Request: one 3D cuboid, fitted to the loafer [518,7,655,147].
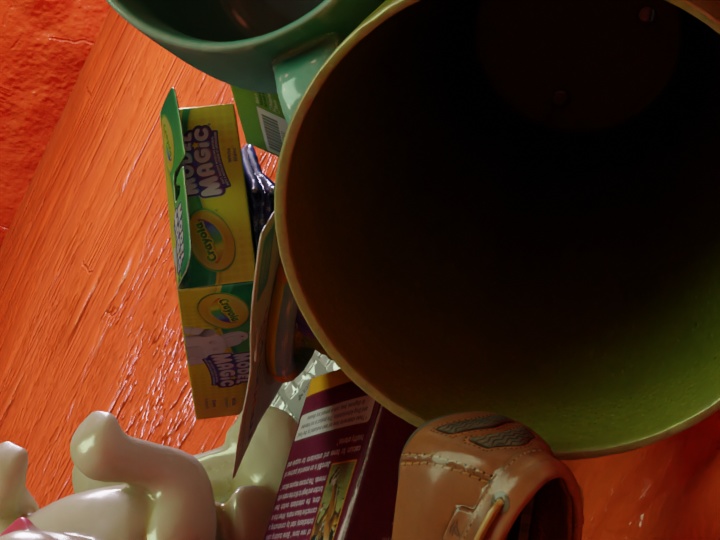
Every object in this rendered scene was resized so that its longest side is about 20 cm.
[{"bbox_3d":[0.089,-0.087,0.834,0.201,0.072,0.073,-71,15,-9],"label":"loafer"}]

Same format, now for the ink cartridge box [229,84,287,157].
[{"bbox_3d":[0.005,-0.171,1.040,0.201,0.075,0.148,-61,-15,-19],"label":"ink cartridge box"}]

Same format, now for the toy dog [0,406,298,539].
[{"bbox_3d":[-0.122,0.161,0.839,0.200,0.139,0.195,-9,-86,-66],"label":"toy dog"}]

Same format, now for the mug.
[{"bbox_3d":[-0.038,-0.139,0.780,0.114,0.151,0.186,25,-103,-70],"label":"mug"}]

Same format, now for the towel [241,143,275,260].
[{"bbox_3d":[-0.049,0.034,1.064,0.145,0.024,0.201,-121,25,-75],"label":"towel"}]

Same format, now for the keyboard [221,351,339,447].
[{"bbox_3d":[-0.053,0.098,0.932,0.200,0.011,0.056,-56,36,17],"label":"keyboard"}]

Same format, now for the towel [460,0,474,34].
[{"bbox_3d":[0.033,-0.125,0.882,0.200,0.018,0.086,-104,36,-77],"label":"towel"}]

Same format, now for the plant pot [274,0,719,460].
[{"bbox_3d":[0.077,-0.059,0.697,0.188,0.187,0.200,-60,5,28],"label":"plant pot"}]

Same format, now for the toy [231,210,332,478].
[{"bbox_3d":[-0.007,-0.003,0.802,0.200,0.047,0.116,-68,-13,-62],"label":"toy"}]

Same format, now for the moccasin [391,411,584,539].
[{"bbox_3d":[0.047,0.153,0.637,0.078,0.073,0.202,28,114,52],"label":"moccasin"}]

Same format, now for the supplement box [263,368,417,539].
[{"bbox_3d":[0.005,0.147,0.794,0.110,0.085,0.201,-27,44,67],"label":"supplement box"}]

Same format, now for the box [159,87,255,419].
[{"bbox_3d":[-0.085,-0.008,1.026,0.200,0.048,0.118,89,173,-63],"label":"box"}]
